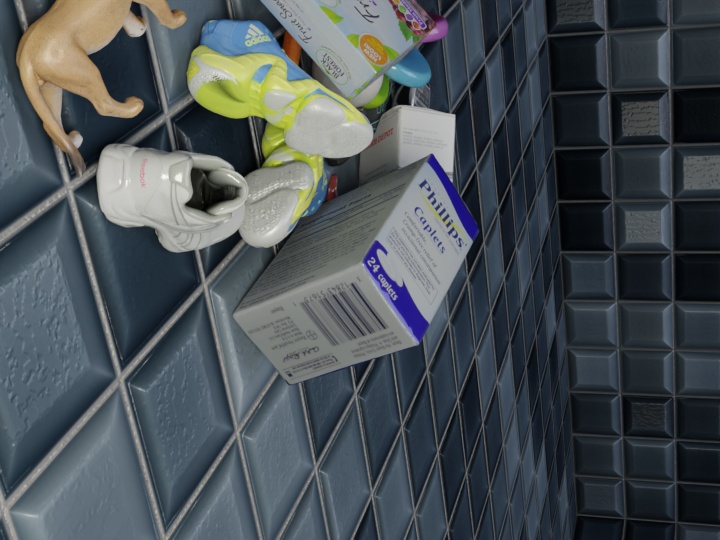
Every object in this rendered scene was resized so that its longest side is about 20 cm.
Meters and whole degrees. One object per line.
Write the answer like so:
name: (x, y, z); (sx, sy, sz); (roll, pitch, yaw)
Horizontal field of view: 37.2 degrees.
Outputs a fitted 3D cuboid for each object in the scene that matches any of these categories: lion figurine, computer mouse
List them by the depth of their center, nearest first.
lion figurine: (-0.195, -0.179, 0.757); (0.123, 0.072, 0.201); (51, 47, -51)
computer mouse: (0.063, -0.194, 1.573); (0.110, 0.044, 0.201); (30, 68, -64)

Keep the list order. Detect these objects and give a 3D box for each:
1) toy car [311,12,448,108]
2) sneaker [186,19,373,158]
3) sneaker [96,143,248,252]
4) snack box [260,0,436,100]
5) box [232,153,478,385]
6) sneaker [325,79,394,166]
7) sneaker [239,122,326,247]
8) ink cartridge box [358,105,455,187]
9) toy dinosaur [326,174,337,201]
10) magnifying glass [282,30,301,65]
toy car: (0.024, -0.286, 1.214); (0.175, 0.149, 0.201); (-55, 138, -61)
sneaker: (-0.071, -0.183, 1.020); (0.200, 0.076, 0.105); (20, 52, -36)
sneaker: (-0.132, -0.057, 0.897); (0.200, 0.099, 0.078); (10, 81, -71)
snack box: (-0.032, -0.282, 1.059); (0.200, 0.053, 0.142); (48, 44, -4)
box: (0.000, 0.000, 1.095); (0.105, 0.184, 0.200); (53, 41, -19)
sneaker: (-0.007, -0.205, 1.340); (0.200, 0.075, 0.080); (-56, 156, -48)
sneaker: (-0.068, -0.077, 1.101); (0.105, 0.075, 0.200); (72, 25, -44)
ink cartridge box: (0.055, -0.097, 1.383); (0.146, 0.084, 0.201); (164, -72, -69)
toy dinosaur: (-0.044, 0.014, 1.261); (0.200, 0.105, 0.181); (55, 34, -1)
magnifying glass: (-0.066, -0.308, 1.211); (0.080, 0.022, 0.201); (57, 39, -59)
